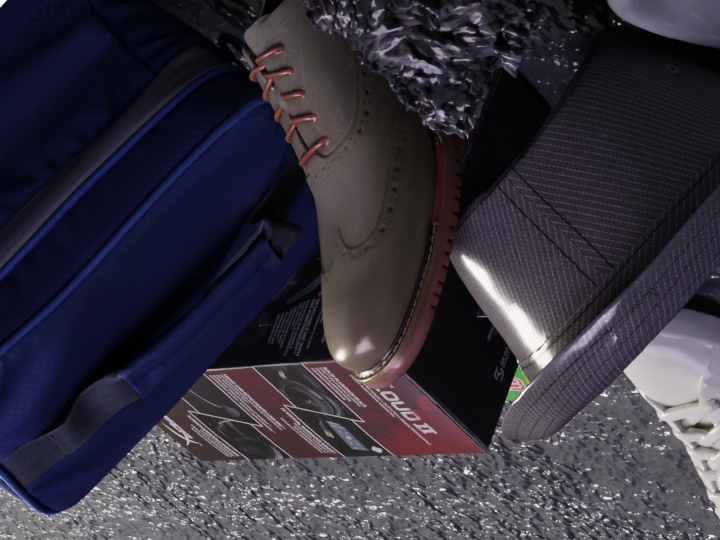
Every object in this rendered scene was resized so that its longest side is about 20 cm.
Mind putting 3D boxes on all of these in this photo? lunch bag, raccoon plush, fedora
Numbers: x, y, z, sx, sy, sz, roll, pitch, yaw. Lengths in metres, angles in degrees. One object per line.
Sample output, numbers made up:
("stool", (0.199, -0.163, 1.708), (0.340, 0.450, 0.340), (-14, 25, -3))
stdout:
("lunch bag", (-0.102, -0.013, 0.765), (0.132, 0.200, 0.136), (39, 170, 23))
("raccoon plush", (0.055, -0.130, 0.587), (0.096, 0.135, 0.200), (34, 153, -1))
("fedora", (0.093, -0.027, 0.722), (0.090, 0.200, 0.177), (43, 118, 6))

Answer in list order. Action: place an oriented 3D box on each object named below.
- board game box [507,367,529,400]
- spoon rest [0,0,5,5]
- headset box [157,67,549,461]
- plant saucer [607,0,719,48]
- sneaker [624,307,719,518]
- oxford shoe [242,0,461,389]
("board game box", (-0.001, 0.026, 1.026), (0.198, 0.030, 0.096), (8, 149, 32))
("spoon rest", (-0.137, -0.072, 0.928), (0.099, 0.061, 0.200), (-7, 140, 44))
("headset box", (0.000, 0.000, 0.851), (0.199, 0.150, 0.077), (-7, 141, 43))
("plant saucer", (0.177, -0.098, 0.601), (0.198, 0.051, 0.200), (6, 180, 0))
("sneaker", (0.191, 0.094, 0.935), (0.199, 0.085, 0.073), (37, 151, -19))
("oxford shoe", (-0.011, -0.056, 0.697), (0.073, 0.202, 0.071), (11, 152, -29))
